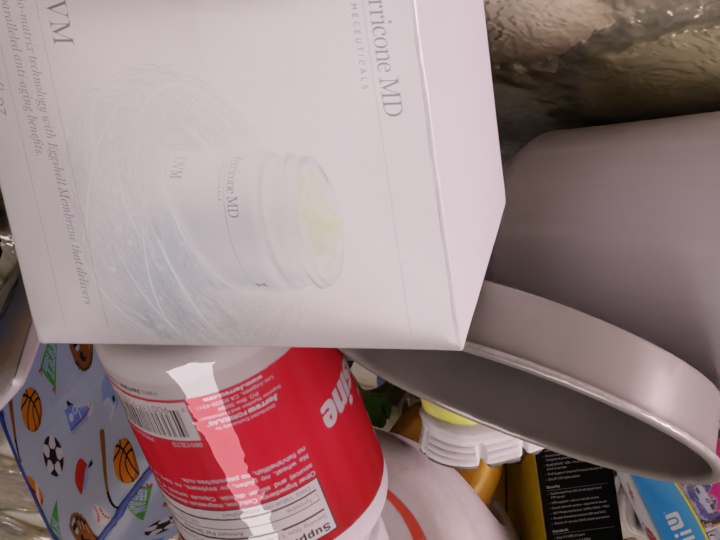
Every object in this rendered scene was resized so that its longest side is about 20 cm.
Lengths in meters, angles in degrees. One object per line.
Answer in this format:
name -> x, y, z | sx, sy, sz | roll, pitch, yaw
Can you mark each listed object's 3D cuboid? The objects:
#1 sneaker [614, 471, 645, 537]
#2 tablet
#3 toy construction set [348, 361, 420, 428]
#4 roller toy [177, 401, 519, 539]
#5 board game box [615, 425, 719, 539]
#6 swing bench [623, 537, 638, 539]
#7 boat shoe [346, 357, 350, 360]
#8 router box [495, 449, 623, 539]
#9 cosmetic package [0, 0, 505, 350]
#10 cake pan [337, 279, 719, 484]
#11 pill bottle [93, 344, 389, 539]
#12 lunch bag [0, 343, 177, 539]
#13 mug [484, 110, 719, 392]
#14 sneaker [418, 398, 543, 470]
sneaker -> 0.160, 0.116, 1.627 | 0.077, 0.100, 0.200 | 15, 155, -12
tablet -> -0.204, 0.038, 1.555 | 0.014, 0.131, 0.200 | 24, 153, -14
toy construction set -> -0.041, 0.069, 1.606 | 0.199, 0.093, 0.131 | 2, 155, 17
roller toy -> -0.004, 0.178, 1.499 | 0.181, 0.201, 0.140 | -11, 169, 17
board game box -> 0.254, 0.122, 1.456 | 0.199, 0.148, 0.064 | -23, 152, -1
swing bench -> 0.258, 0.166, 1.624 | 0.130, 0.200, 0.199 | 46, 146, -7
boat shoe -> 0.028, 0.016, 1.517 | 0.199, 0.069, 0.057 | 8, 122, 18
router box -> 0.099, 0.142, 1.590 | 0.051, 0.150, 0.200 | -5, 172, -14
cosmetic package -> -0.050, -0.079, 1.168 | 0.199, 0.123, 0.200 | 0, 125, 13
cake pan -> 0.083, 0.049, 1.274 | 0.199, 0.037, 0.200 | 20, 169, 4
pill bottle -> -0.051, 0.082, 1.347 | 0.112, 0.113, 0.201 | -2, 129, 24
lunch bag -> -0.135, 0.063, 1.543 | 0.075, 0.161, 0.200 | -9, 153, -36
mug -> 0.148, 0.001, 1.345 | 0.152, 0.150, 0.187 | 4, 149, 30
sneaker -> 0.121, 0.037, 1.436 | 0.199, 0.091, 0.078 | -17, -162, -16
